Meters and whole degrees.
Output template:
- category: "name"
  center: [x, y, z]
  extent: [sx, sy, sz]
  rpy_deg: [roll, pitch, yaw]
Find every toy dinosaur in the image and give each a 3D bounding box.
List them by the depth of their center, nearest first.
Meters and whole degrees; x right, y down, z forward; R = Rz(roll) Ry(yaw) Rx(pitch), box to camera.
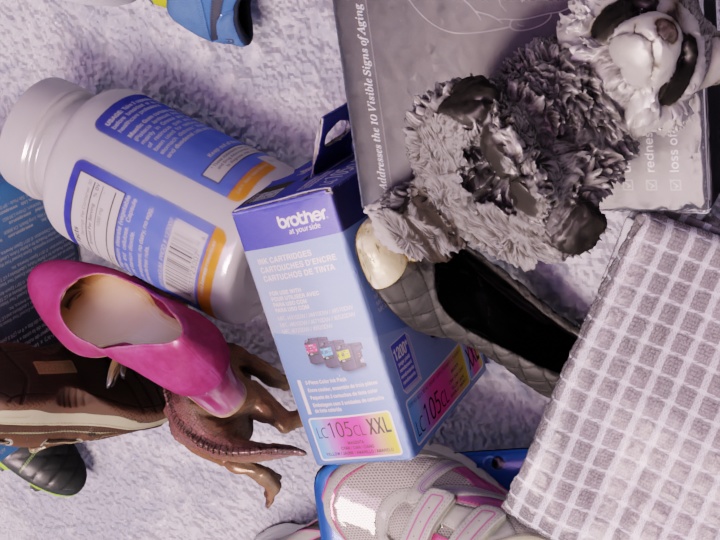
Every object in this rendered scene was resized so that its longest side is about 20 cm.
- category: "toy dinosaur"
  center: [-0.110, 0.085, 0.853]
  extent: [0.135, 0.200, 0.086]
  rpy_deg: [31, 101, -31]

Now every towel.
- category: "towel"
  center: [0.185, 0.075, 0.660]
  extent: [0.164, 0.085, 0.202]
  rpy_deg: [25, 101, 16]

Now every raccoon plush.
- category: "raccoon plush"
  center: [0.081, -0.080, 0.595]
  extent: [0.097, 0.134, 0.199]
  rpy_deg: [54, 159, -20]

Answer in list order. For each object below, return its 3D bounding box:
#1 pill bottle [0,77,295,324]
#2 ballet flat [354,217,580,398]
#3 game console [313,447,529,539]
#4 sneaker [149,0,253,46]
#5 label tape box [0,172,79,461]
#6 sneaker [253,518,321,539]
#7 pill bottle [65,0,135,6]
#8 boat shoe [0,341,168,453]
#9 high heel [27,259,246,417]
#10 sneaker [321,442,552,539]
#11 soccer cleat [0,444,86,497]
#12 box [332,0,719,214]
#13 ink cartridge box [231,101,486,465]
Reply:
- category: "pill bottle"
  center: [-0.141, -0.054, 0.832]
  extent: [0.199, 0.112, 0.113]
  rpy_deg: [27, 121, 17]
- category: "ballet flat"
  center: [0.077, 0.018, 0.731]
  extent: [0.199, 0.067, 0.057]
  rpy_deg: [30, 151, -31]
- category: "game console"
  center: [0.084, 0.202, 0.826]
  extent: [0.198, 0.171, 0.119]
  rpy_deg: [-6, 64, 17]
- category: "sneaker"
  center: [-0.062, -0.230, 0.750]
  extent: [0.078, 0.066, 0.201]
  rpy_deg: [28, 122, 2]
- category: "label tape box"
  center: [-0.273, 0.026, 0.916]
  extent: [0.066, 0.143, 0.202]
  rpy_deg: [8, 114, 25]
- category: "sneaker"
  center: [-0.025, 0.217, 0.897]
  extent: [0.200, 0.086, 0.081]
  rpy_deg: [-38, 92, 34]
- category: "pill bottle"
  center: [-0.159, -0.271, 0.751]
  extent: [0.111, 0.112, 0.202]
  rpy_deg: [24, 120, 17]
- category: "boat shoe"
  center: [-0.220, 0.094, 0.888]
  extent: [0.075, 0.202, 0.075]
  rpy_deg: [-42, 60, 23]
- category: "high heel"
  center: [-0.162, 0.026, 0.801]
  extent: [0.199, 0.067, 0.096]
  rpy_deg: [34, 163, 31]
- category: "sneaker"
  center: [0.066, 0.161, 0.727]
  extent: [0.198, 0.088, 0.082]
  rpy_deg: [16, 96, 16]
- category: "soccer cleat"
  center: [-0.285, 0.096, 1.003]
  extent: [0.081, 0.067, 0.200]
  rpy_deg: [-41, 88, 21]
- category: "box"
  center: [0.096, -0.142, 0.660]
  extent: [0.195, 0.124, 0.202]
  rpy_deg: [2, 111, 26]
- category: "ink cartridge box"
  center: [0.000, 0.000, 0.763]
  extent: [0.076, 0.136, 0.202]
  rpy_deg: [-12, 105, 29]
